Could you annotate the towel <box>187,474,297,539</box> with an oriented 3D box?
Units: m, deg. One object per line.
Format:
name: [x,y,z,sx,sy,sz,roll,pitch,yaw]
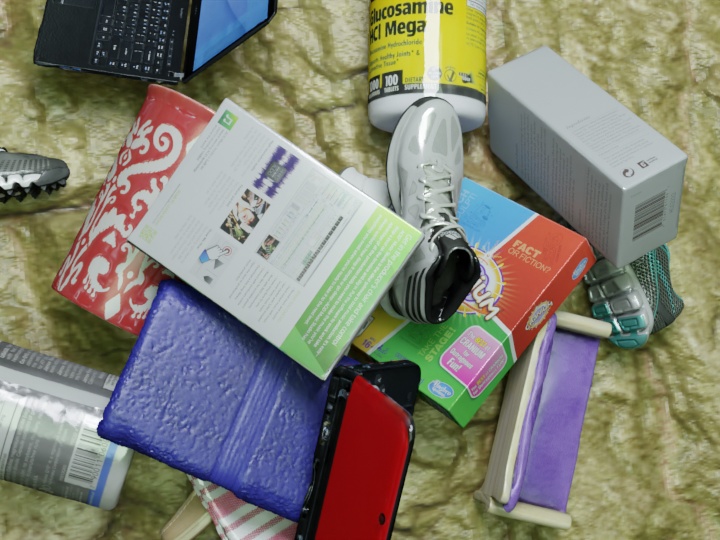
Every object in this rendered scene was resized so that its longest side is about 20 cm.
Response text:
towel: [-0.078,0.161,0.951,0.146,0.030,0.200,-28,91,-23]

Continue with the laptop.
laptop: [-0.177,-0.264,0.962,0.200,0.103,0.177,7,54,-10]

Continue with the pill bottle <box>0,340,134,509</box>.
pill bottle: [-0.292,0.126,0.939,0.200,0.114,0.114,19,82,-7]

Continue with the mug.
mug: [-0.165,-0.040,0.953,0.133,0.177,0.200,35,83,-48]

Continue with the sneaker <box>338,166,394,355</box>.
sneaker: [0.000,0.000,0.998,0.087,0.075,0.200,12,73,5]

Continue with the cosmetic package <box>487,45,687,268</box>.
cosmetic package: [0.200,-0.107,0.985,0.071,0.101,0.200,-27,50,-15]

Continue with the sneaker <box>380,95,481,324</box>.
sneaker: [0.074,-0.049,0.929,0.076,0.115,0.201,4,95,-25]

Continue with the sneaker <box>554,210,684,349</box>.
sneaker: [0.259,-0.025,1.077,0.091,0.078,0.200,-14,85,-33]

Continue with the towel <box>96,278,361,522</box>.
towel: [-0.106,0.110,0.913,0.200,0.050,0.148,27,71,-16]

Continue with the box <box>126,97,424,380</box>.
box: [-0.068,-0.025,0.882,0.200,0.036,0.144,35,90,7]

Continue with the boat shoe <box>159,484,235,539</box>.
boat shoe: [-0.123,0.166,0.991,0.065,0.071,0.200,39,70,0]

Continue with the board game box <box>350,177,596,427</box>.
board game box: [0.096,0.024,1.005,0.153,0.040,0.200,31,77,38]

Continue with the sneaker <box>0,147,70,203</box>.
sneaker: [-0.364,-0.106,0.969,0.200,0.066,0.091,-2,88,-8]

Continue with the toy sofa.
toy sofa: [0.177,0.138,1.027,0.083,0.098,0.200,15,82,-8]

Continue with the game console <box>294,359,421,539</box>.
game console: [0.019,0.185,0.866,0.119,0.172,0.200,19,100,33]

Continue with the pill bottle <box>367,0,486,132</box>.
pill bottle: [0.064,-0.236,1.030,0.112,0.112,0.200,1,85,-10]
